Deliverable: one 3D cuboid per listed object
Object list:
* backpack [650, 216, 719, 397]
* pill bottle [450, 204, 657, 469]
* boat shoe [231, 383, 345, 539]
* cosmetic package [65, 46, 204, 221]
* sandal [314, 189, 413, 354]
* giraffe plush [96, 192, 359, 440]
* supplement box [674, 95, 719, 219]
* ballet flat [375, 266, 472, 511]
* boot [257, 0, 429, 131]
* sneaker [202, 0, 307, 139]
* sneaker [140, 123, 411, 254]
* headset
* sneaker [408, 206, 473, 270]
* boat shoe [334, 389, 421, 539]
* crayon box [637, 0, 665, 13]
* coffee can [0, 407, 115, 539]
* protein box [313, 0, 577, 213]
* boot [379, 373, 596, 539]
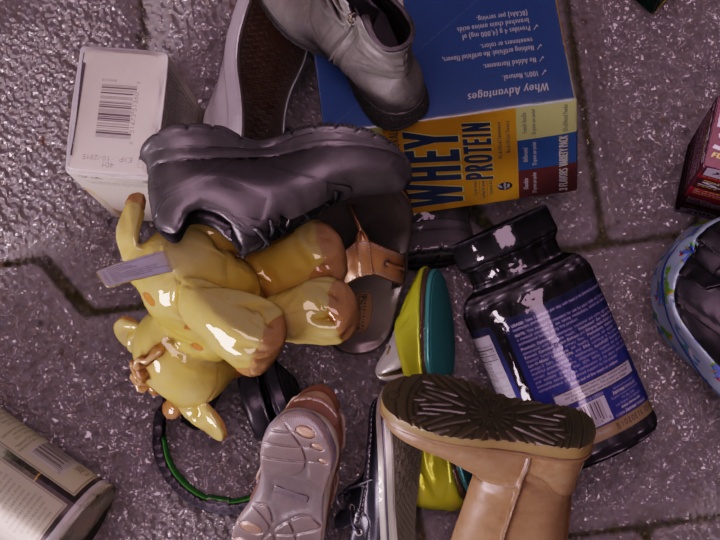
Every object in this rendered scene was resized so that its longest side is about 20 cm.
[{"bbox_3d":[0.325,0.044,1.661,0.200,0.154,0.163,39,87,-14],"label":"backpack"},{"bbox_3d":[0.150,0.056,1.657,0.111,0.112,0.201,-23,92,-1],"label":"pill bottle"},{"bbox_3d":[-0.050,0.173,1.647,0.075,0.200,0.072,23,39,3],"label":"boat shoe"},{"bbox_3d":[-0.178,-0.105,1.665,0.071,0.200,0.106,5,80,4],"label":"cosmetic package"},{"bbox_3d":[0.000,0.000,1.652,0.081,0.201,0.055,0,41,-7],"label":"sandal"},{"bbox_3d":[-0.115,0.042,1.595,0.199,0.162,0.173,-3,50,-18],"label":"giraffe plush"},{"bbox_3d":[0.316,-0.079,1.639,0.108,0.200,0.061,13,82,5],"label":"supplement box"},{"bbox_3d":[0.048,0.099,1.697,0.067,0.067,0.201,-12,82,22],"label":"ballet flat"},{"bbox_3d":[-0.016,-0.205,1.543,0.068,0.131,0.200,-36,62,-13],"label":"boot"},{"bbox_3d":[-0.099,-0.155,1.718,0.073,0.085,0.201,7,96,-35],"label":"sneaker"},{"bbox_3d":[-0.061,-0.057,1.531,0.199,0.076,0.091,-2,69,-3],"label":"sneaker"},{"bbox_3d":[-0.103,0.098,1.708,0.123,0.094,0.201,9,97,0],"label":"headset"},{"bbox_3d":[-0.005,-0.045,1.720,0.199,0.076,0.091,-3,75,-7],"label":"sneaker"},{"bbox_3d":[0.011,0.189,1.655,0.062,0.075,0.201,9,109,19],"label":"boat shoe"},{"bbox_3d":[0.252,-0.350,1.755,0.172,0.058,0.200,43,85,8],"label":"crayon box"},{"bbox_3d":[-0.318,0.176,1.655,0.200,0.146,0.147,34,84,7],"label":"coffee can"},{"bbox_3d":[0.062,-0.168,1.667,0.198,0.135,0.201,-8,60,1],"label":"protein box"},{"bbox_3d":[0.085,0.185,1.616,0.174,0.201,0.066,14,38,3],"label":"boot"}]
